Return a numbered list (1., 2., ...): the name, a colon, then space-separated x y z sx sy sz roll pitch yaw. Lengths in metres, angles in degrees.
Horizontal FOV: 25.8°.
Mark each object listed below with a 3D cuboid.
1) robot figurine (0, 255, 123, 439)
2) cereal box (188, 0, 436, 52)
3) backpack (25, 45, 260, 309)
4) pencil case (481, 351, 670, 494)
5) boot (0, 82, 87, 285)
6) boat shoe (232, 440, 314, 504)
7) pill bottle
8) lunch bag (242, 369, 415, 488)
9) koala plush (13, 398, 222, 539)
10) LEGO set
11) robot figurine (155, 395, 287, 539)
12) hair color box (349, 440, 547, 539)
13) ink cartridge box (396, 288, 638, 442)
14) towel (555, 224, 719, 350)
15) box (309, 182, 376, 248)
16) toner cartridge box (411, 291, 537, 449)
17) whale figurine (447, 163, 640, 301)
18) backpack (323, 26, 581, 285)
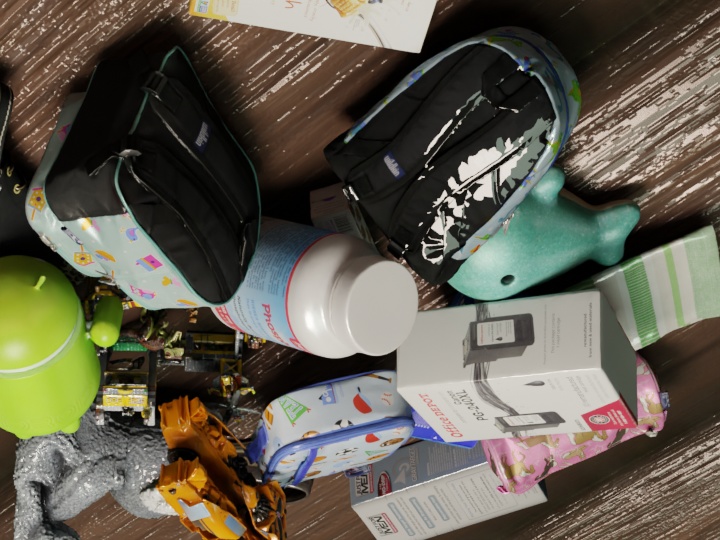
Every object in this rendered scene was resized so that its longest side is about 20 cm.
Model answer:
1. robot figurine: -0.299 0.069 1.411 0.173 0.117 0.201 -6 143 0
2. cereal box: -0.029 -0.253 1.253 0.197 0.040 0.145 7 134 -12
3. backpack: -0.176 -0.063 1.341 0.152 0.177 0.200 -12 138 32
4. pencil case: 0.218 0.158 1.624 0.198 0.087 0.083 -23 136 -1
5. boot: -0.296 -0.073 1.398 0.152 0.074 0.205 10 126 -27
6. boat shoe: -0.143 0.231 1.706 0.197 0.074 0.075 -14 135 9
7. pill bottle: -0.044 0.017 1.400 0.199 0.109 0.109 13 157 49
8. lunch bag: -0.034 0.165 1.589 0.158 0.076 0.200 -14 163 -15
9. koala plush: -0.237 0.195 1.590 0.197 0.178 0.186 6 123 2
10. LEGO set: -0.183 0.082 1.521 0.197 0.117 0.155 7 134 -12
11. robot figurine: -0.128 0.215 1.511 0.058 0.146 0.200 -21 135 18
12. hair color box: 0.096 0.234 1.738 0.198 0.061 0.099 -20 133 14
13. ink cartridge box: 0.147 0.093 1.474 0.198 0.084 0.145 -8 151 22
14. towel: 0.262 0.040 1.543 0.198 0.024 0.153 -23 144 4
15. box: 0.000 0.000 1.510 0.041 0.039 0.201 -14 134 11
16. toner cartridge box: 0.111 0.099 1.616 0.094 0.043 0.201 14 132 -17
17. whale figurine: 0.162 -0.026 1.451 0.197 0.105 0.160 4 134 -13
18. backpack: 0.093 -0.116 1.327 0.163 0.153 0.200 49 135 9
